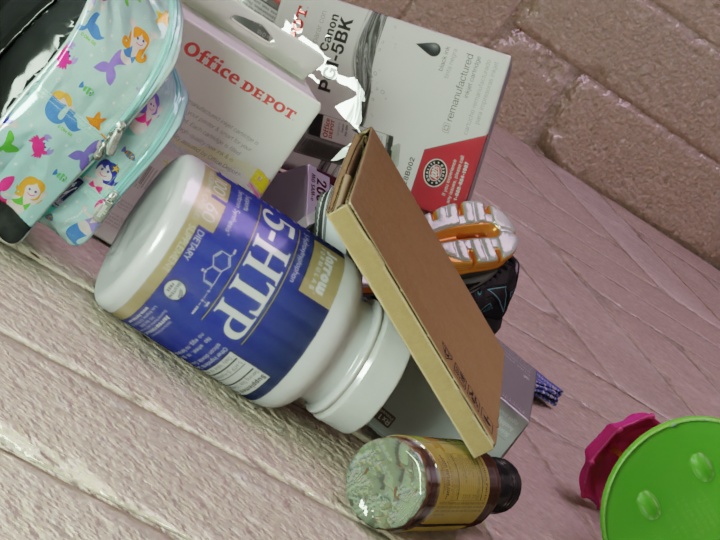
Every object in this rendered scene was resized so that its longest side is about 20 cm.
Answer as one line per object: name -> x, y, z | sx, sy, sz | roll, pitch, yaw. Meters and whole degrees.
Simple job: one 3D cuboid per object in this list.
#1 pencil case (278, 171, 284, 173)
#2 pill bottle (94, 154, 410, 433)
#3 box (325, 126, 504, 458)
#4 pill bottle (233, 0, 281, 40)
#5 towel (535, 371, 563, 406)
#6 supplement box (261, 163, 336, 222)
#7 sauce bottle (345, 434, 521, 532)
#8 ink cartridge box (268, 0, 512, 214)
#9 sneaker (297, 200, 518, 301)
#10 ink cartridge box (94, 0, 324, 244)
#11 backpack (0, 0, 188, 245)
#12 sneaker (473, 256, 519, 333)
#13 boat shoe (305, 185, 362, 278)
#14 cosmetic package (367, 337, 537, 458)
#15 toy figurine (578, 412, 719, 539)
pencil case -> -0.043, -0.035, 1.977 | 0.087, 0.088, 0.200 | 40, 11, 21
pill bottle -> -0.068, 0.022, 1.541 | 0.199, 0.120, 0.120 | 32, 11, -16
box -> 0.042, 0.012, 1.576 | 0.201, 0.021, 0.164 | 59, 16, -15
pill bottle -> -0.129, -0.191, 2.045 | 0.114, 0.201, 0.114 | 34, 10, -7
towel -> 0.097, 0.070, 2.129 | 0.145, 0.024, 0.200 | 40, 10, 30
supplement box -> 0.000, 0.000, 1.865 | 0.199, 0.061, 0.110 | 25, 59, -45
sauce bottle -> 0.056, 0.147, 1.552 | 0.065, 0.065, 0.200 | 40, 10, 22
ink cartridge box -> 0.011, -0.136, 1.887 | 0.199, 0.148, 0.083 | 18, 0, 4
sneaker -> 0.024, -0.002, 1.772 | 0.199, 0.077, 0.079 | -2, 56, -20
ink cartridge box -> -0.129, -0.114, 1.714 | 0.128, 0.200, 0.125 | 32, 11, -21
backpack -> -0.203, -0.129, 1.512 | 0.150, 0.201, 0.178 | 29, 12, -32
sneaker -> 0.095, 0.012, 2.102 | 0.075, 0.080, 0.200 | 36, 9, 16
boat shoe -> -0.033, 0.005, 1.659 | 0.066, 0.070, 0.200 | 11, -32, 7
cosmetic package -> 0.071, 0.096, 1.752 | 0.107, 0.090, 0.200 | 38, 7, -2
toy figurine -> 0.254, 0.192, 1.860 | 0.201, 0.150, 0.184 | 55, -4, -15
